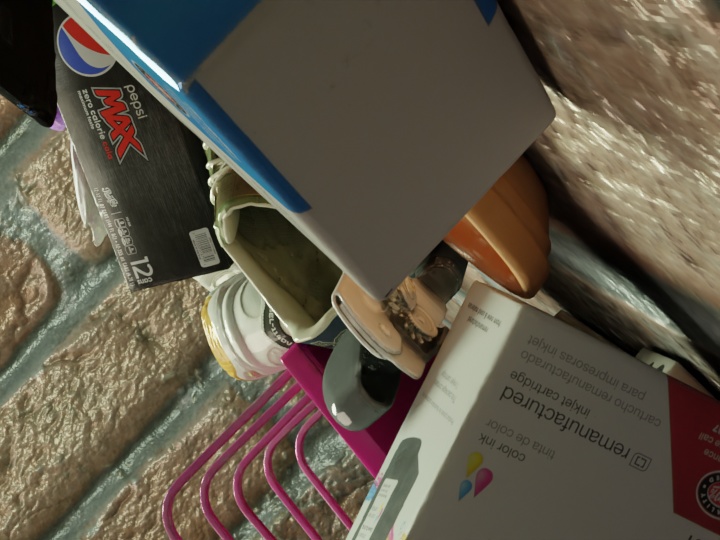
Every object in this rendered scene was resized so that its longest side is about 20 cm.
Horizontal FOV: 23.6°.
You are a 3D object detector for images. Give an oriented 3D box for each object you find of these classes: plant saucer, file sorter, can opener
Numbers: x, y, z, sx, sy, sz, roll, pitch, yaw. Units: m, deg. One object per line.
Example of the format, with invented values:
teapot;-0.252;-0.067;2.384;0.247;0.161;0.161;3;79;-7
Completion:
plant saucer;0.008;-0.069;0.703;0.200;0.037;0.200;43;178;2
file sorter;0.002;0.122;0.940;0.139;0.125;0.200;50;-163;10
can opener;0.016;0.002;0.805;0.053;0.066;0.200;44;-154;-8

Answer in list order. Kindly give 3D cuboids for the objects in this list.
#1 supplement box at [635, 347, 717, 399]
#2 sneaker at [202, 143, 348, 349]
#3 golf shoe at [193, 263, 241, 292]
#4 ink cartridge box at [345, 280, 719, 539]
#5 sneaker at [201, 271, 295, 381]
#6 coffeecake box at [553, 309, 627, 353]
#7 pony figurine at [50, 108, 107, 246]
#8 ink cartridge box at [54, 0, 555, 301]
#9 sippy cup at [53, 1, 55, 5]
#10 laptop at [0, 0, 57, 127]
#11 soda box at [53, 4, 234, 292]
supplement box;0.168;0.151;0.811;0.200;0.126;0.074;43;179;-5
sneaker;-0.043;-0.049;0.863;0.090;0.067;0.201;-20;-100;-59
golf shoe;-0.056;0.004;1.036;0.199;0.098;0.078;11;154;-33
ink cartridge box;0.073;0.128;0.708;0.145;0.201;0.083;26;-179;-12
sneaker;0.000;0.000;0.985;0.087;0.200;0.076;-20;105;41
coffeecake box;0.174;0.127;0.948;0.200;0.073;0.154;44;180;-17
pony figurine;-0.157;-0.140;1.021;0.199;0.167;0.194;25;145;21
ink cartridge box;-0.053;-0.102;0.509;0.200;0.084;0.146;44;179;30
sippy cup;-0.185;-0.176;0.776;0.178;0.140;0.130;42;175;-19
laptop;-0.186;-0.153;0.608;0.200;0.102;0.179;50;-144;-80
soda box;-0.119;-0.096;0.913;0.071;0.063;0.201;-60;-45;-64
